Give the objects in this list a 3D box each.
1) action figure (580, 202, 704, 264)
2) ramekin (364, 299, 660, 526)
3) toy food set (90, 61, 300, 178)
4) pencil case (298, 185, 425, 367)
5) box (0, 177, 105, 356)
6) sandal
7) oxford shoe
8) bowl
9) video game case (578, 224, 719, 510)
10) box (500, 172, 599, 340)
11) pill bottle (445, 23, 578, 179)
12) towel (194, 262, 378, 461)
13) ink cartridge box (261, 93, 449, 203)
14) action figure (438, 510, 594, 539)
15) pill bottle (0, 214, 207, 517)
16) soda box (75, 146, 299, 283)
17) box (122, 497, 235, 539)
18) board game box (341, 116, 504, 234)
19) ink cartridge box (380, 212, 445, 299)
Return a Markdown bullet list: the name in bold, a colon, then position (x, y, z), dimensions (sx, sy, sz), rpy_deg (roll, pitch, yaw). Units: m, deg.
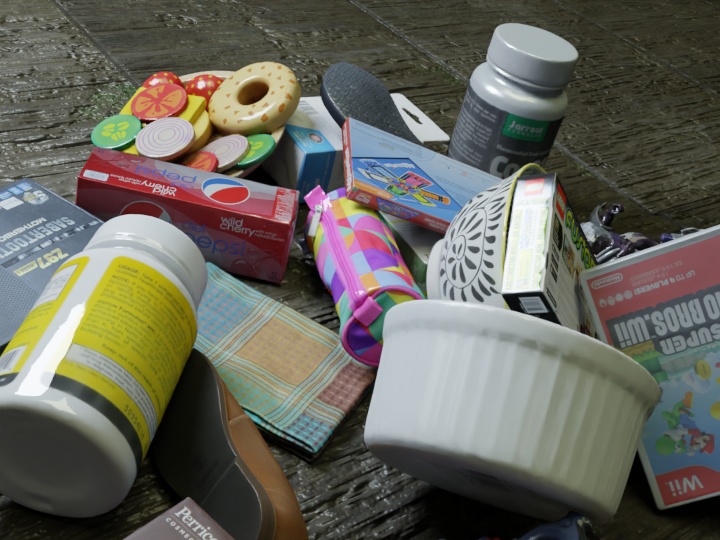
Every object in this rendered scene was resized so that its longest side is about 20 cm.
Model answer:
- **action figure**: position (0.292, -0.025, 1.059), dimensions (0.198, 0.070, 0.131), rpy_deg (13, 38, 0)
- **ramekin**: position (0.098, 0.105, 0.673), dimensions (0.198, 0.201, 0.099), rpy_deg (19, 72, 3)
- **toy food set**: position (-0.170, -0.150, 0.998), dimensions (0.198, 0.049, 0.199), rpy_deg (12, 51, 18)
- **pencil case**: position (0.000, 0.000, 0.866), dimensions (0.087, 0.089, 0.200), rpy_deg (3, 29, -20)
- **box**: position (-0.287, 0.006, 0.776), dimensions (0.157, 0.051, 0.200), rpy_deg (30, 36, 17)
- **sandal**: position (0.021, -0.134, 1.014), dimensions (0.076, 0.043, 0.201), rpy_deg (-28, 75, -36)
- **oxford shoe**: position (-0.094, 0.134, 0.679), dimensions (0.071, 0.071, 0.200), rpy_deg (32, 17, -43)
- **bowl**: position (0.116, 0.013, 0.840), dimensions (0.093, 0.203, 0.201), rpy_deg (-5, 24, 27)
- **video game case**: position (0.271, 0.074, 0.758), dimensions (0.142, 0.202, 0.017), rpy_deg (-19, 1, 16)
- **box**: position (0.171, 0.023, 0.806), dimensions (0.034, 0.200, 0.111), rpy_deg (-5, 56, 28)
- **pill bottle**: position (0.164, -0.163, 1.079), dimensions (0.112, 0.202, 0.114), rpy_deg (11, 34, -7)
- **towel**: position (-0.090, 0.067, 0.801), dimensions (0.199, 0.022, 0.147), rpy_deg (26, 35, 14)
- **ink cartridge box**: position (-0.011, -0.143, 1.094), dimensions (0.198, 0.068, 0.116), rpy_deg (-10, 43, -33)
- **action figure**: position (0.078, 0.248, 0.580), dimensions (0.198, 0.105, 0.194), rpy_deg (-23, 36, -7)
- **pill bottle**: position (-0.180, 0.057, 0.671), dimensions (0.113, 0.115, 0.201), rpy_deg (16, 41, 0)
- **soda box**: position (-0.160, -0.051, 0.896), dimensions (0.198, 0.071, 0.064), rpy_deg (12, 33, -6)
- **box**: position (-0.136, 0.220, 0.515), dimensions (0.100, 0.076, 0.199), rpy_deg (33, 35, 24)
- **board game box**: position (0.074, -0.079, 0.949), dimensions (0.198, 0.019, 0.104), rpy_deg (19, 41, -22)
- **ink cartridge box**: position (0.116, 0.005, 0.958), dimensions (0.144, 0.048, 0.200), rpy_deg (-5, 37, -30)
